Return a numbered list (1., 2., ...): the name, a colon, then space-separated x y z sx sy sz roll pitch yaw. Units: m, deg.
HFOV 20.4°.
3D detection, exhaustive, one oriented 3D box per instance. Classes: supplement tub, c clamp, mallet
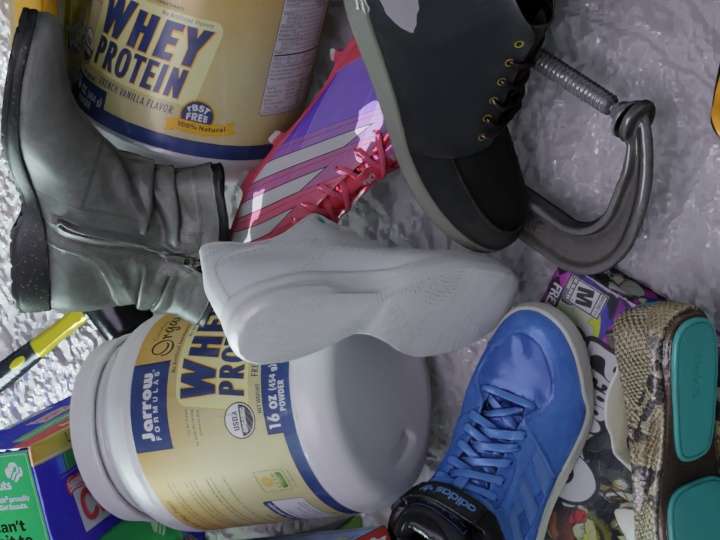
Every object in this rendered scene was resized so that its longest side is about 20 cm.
1. supplement tub: -0.091 -0.168 1.229 0.144 0.144 0.200 23 114 22
2. c clamp: 0.104 -0.100 1.188 0.200 0.027 0.171 43 123 28
3. mallet: -0.220 0.060 1.429 0.066 0.041 0.200 50 125 6
4. supplement tub: -0.071 0.090 1.278 0.200 0.144 0.145 -11 98 30

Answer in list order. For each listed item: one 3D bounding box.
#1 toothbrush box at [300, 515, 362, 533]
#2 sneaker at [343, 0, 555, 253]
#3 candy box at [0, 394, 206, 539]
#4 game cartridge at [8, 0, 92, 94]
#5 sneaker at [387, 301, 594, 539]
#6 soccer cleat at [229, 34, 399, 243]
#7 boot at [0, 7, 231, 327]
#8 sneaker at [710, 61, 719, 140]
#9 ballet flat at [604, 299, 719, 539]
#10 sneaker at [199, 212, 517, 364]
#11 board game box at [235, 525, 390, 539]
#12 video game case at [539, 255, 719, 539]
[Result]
1. toothbrush box: -0.027 0.284 1.316 0.086 0.146 0.200 -21 92 31
2. sneaker: 0.073 -0.098 1.131 0.106 0.075 0.200 -8 122 33
3. candy box: -0.179 0.191 1.360 0.077 0.169 0.200 -11 98 29
4. game cartridge: -0.193 -0.151 1.278 0.032 0.176 0.200 -2 104 2
5. sneaker: 0.075 0.121 1.193 0.077 0.111 0.200 25 113 24
6. soccer cleat: -0.012 -0.067 1.210 0.076 0.067 0.200 32 89 26
7. boot: -0.141 -0.061 1.177 0.130 0.068 0.200 1 118 -1
8. sneaker: 0.245 -0.150 1.088 0.078 0.077 0.200 24 112 23
9. ballet flat: 0.178 0.116 1.169 0.075 0.068 0.200 0 99 50
10. sneaker: 0.000 0.000 1.175 0.089 0.200 0.075 56 135 40
11. board game box: -0.077 0.190 1.236 0.200 0.103 0.019 -16 94 54
12. video game case: 0.163 0.115 1.228 0.181 0.036 0.200 33 116 18
